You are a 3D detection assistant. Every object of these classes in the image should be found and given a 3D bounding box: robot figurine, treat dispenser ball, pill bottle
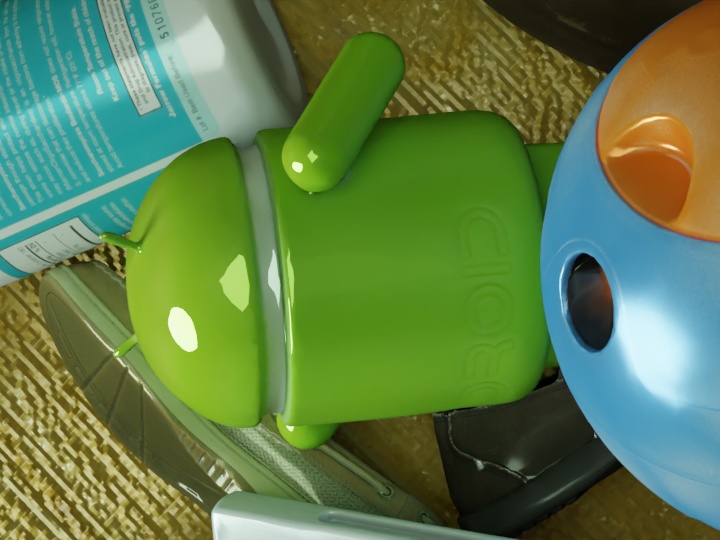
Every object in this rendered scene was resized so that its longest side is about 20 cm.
[{"bbox_3d":[0.000,0.000,0.901,0.199,0.176,0.116,-6,50,-7],"label":"robot figurine"},{"bbox_3d":[0.162,-0.003,0.794,0.200,0.201,0.202,0,92,10],"label":"treat dispenser ball"},{"bbox_3d":[-0.129,-0.062,0.967,0.199,0.111,0.111,-22,88,10],"label":"pill bottle"}]

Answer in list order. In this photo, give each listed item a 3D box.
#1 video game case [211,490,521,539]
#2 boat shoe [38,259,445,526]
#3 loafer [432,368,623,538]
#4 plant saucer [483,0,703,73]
[{"bbox_3d":[0.031,0.193,0.936,0.181,0.023,0.201,7,115,27],"label":"video game case"},{"bbox_3d":[-0.053,0.064,0.986,0.201,0.073,0.063,43,64,9],"label":"boat shoe"},{"bbox_3d":[0.111,0.037,0.947,0.200,0.073,0.071,-34,86,9],"label":"loafer"},{"bbox_3d":[0.106,-0.123,0.882,0.200,0.200,0.030,22,71,9],"label":"plant saucer"}]
